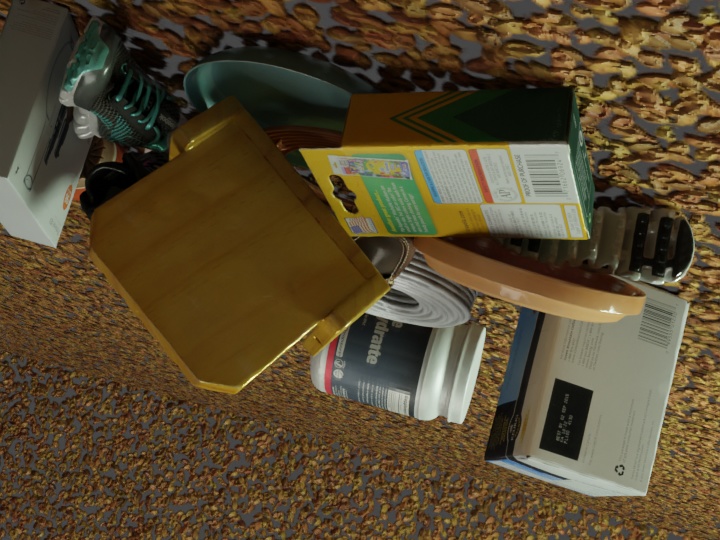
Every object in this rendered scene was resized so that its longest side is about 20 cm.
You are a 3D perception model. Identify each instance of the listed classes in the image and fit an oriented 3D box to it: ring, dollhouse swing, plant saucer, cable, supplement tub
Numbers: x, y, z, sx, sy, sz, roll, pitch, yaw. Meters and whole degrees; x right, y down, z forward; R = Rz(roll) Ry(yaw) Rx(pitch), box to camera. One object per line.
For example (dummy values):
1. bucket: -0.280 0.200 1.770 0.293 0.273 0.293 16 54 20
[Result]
1. ring: -0.007 -0.074 1.021 0.198 0.019 0.201 17 164 5
2. dollhouse swing: -0.109 0.000 0.940 0.201 0.175 0.182 49 163 2
3. plant saucer: -0.047 -0.130 0.950 0.197 0.028 0.200 17 164 5
4. cable: 0.032 0.001 1.242 0.199 0.070 0.199 29 161 -35
5. supplement tub: 0.047 0.106 1.459 0.197 0.142 0.141 14 165 11
6. plant saucer: 0.138 0.004 0.974 0.198 0.033 0.200 16 -171 -3

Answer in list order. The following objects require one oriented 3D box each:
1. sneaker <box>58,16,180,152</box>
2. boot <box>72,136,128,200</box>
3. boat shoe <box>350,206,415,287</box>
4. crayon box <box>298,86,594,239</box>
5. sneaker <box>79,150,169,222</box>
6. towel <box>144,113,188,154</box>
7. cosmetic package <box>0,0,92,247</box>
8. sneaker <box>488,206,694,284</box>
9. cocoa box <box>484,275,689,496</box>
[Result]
1. sneaker: -0.192 -0.147 0.966 0.090 0.079 0.200 21 173 -4
2. boot: -0.313 -0.102 1.274 0.198 0.076 0.107 5 166 37
3. boat shoe: 0.000 0.000 1.073 0.070 0.071 0.200 26 155 -6
4. crayon box: 0.068 -0.077 0.871 0.197 0.052 0.126 1 151 19
5. sneaker: -0.199 -0.071 1.023 0.088 0.073 0.201 46 -167 -25
6. towel: -0.128 -0.068 1.150 0.199 0.032 0.191 38 164 -5
7. cosmetic package: -0.280 -0.121 1.006 0.051 0.153 0.200 17 166 1
8. sneaker: 0.174 -0.033 0.973 0.197 0.076 0.081 19 174 -2
9. cocoa box: 0.223 0.112 1.165 0.132 0.203 0.131 19 166 -9
